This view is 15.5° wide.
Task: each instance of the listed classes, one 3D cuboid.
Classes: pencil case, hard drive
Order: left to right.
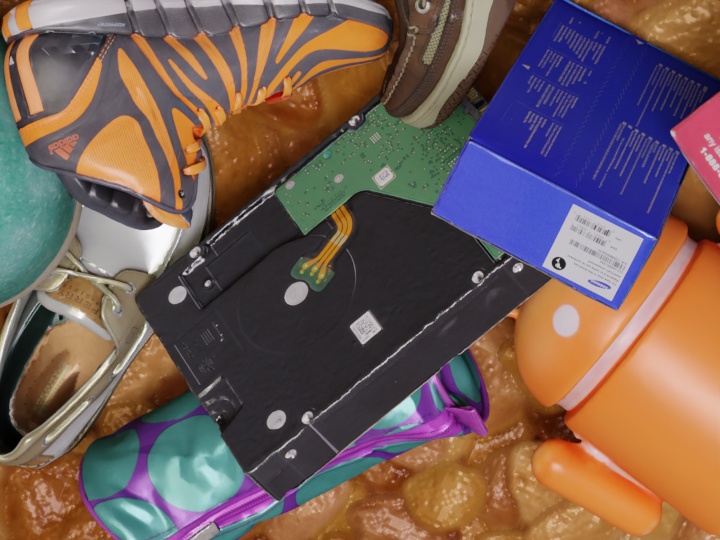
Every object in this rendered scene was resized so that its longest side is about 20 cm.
[{"bbox_3d":[-0.037,0.085,1.332,0.200,0.093,0.085,-28,134,12],"label":"pencil case"},{"bbox_3d":[0.000,0.000,1.283,0.200,0.038,0.140,-41,49,3],"label":"hard drive"}]

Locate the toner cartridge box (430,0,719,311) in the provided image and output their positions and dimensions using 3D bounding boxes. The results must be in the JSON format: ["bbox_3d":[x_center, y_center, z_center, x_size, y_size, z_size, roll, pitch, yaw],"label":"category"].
[{"bbox_3d":[0.104,-0.059,1.227,0.095,0.200,0.043,29,119,3],"label":"toner cartridge box"}]

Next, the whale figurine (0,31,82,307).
[{"bbox_3d":[-0.209,-0.079,1.289,0.159,0.104,0.201,-7,85,8],"label":"whale figurine"}]

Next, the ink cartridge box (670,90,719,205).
[{"bbox_3d":[0.259,-0.062,1.156,0.200,0.086,0.148,-39,73,14],"label":"ink cartridge box"}]

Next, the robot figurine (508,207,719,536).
[{"bbox_3d":[0.157,0.050,1.283,0.200,0.117,0.144,38,128,0],"label":"robot figurine"}]

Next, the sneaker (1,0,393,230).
[{"bbox_3d":[-0.074,-0.076,1.278,0.199,0.078,0.112,-6,81,-21],"label":"sneaker"}]

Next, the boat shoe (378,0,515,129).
[{"bbox_3d":[0.039,-0.148,1.212,0.075,0.075,0.203,21,136,-8],"label":"boat shoe"}]

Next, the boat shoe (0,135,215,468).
[{"bbox_3d":[-0.133,0.014,1.346,0.075,0.068,0.200,26,102,6],"label":"boat shoe"}]
